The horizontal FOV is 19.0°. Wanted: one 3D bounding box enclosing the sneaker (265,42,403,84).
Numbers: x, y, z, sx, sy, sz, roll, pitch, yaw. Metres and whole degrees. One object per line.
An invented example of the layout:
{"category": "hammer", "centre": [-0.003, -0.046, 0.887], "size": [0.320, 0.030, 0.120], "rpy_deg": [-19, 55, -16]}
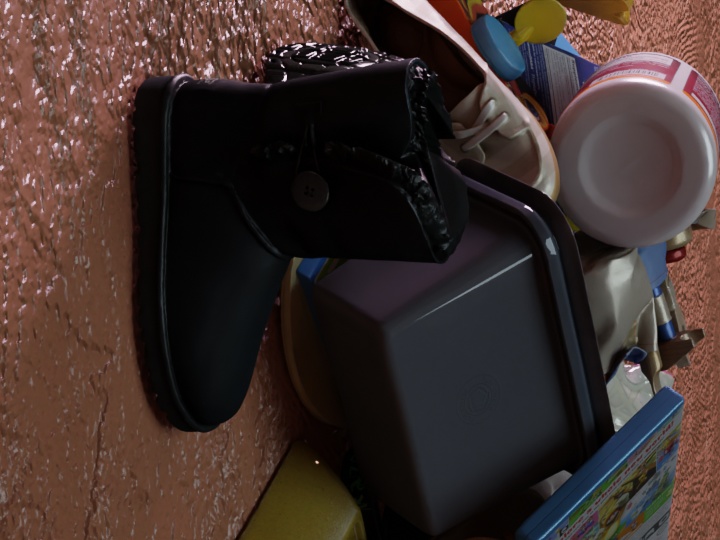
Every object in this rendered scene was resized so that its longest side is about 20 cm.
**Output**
{"category": "sneaker", "centre": [-0.033, -0.075, 1.264], "size": [0.200, 0.075, 0.092], "rpy_deg": [-41, 138, -53]}

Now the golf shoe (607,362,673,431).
{"category": "golf shoe", "centre": [0.168, 0.104, 1.598], "size": [0.199, 0.075, 0.092], "rpy_deg": [16, 78, -48]}

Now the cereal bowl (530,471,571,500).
{"category": "cereal bowl", "centre": [0.115, 0.165, 1.501], "size": [0.200, 0.083, 0.202], "rpy_deg": [167, -90, -83]}

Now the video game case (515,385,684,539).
{"category": "video game case", "centre": [0.149, 0.177, 1.370], "size": [0.143, 0.018, 0.201], "rpy_deg": [-40, 150, -25]}

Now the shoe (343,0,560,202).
{"category": "shoe", "centre": [0.053, -0.110, 1.371], "size": [0.200, 0.070, 0.053], "rpy_deg": [53, 12, 25]}

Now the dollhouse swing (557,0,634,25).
{"category": "dollhouse swing", "centre": [0.140, -0.317, 1.573], "size": [0.177, 0.181, 0.200], "rpy_deg": [-63, 152, -10]}

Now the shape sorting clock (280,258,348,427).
{"category": "shape sorting clock", "centre": [0.000, 0.000, 1.375], "size": [0.200, 0.039, 0.202], "rpy_deg": [-14, 106, -59]}

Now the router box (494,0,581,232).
{"category": "router box", "centre": [0.136, -0.085, 1.636], "size": [0.149, 0.051, 0.201], "rpy_deg": [45, 43, -28]}

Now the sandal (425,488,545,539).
{"category": "sandal", "centre": [0.061, 0.192, 1.322], "size": [0.199, 0.054, 0.081], "rpy_deg": [-19, 111, -48]}

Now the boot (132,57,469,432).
{"category": "boot", "centre": [-0.029, -0.009, 1.124], "size": [0.076, 0.167, 0.202], "rpy_deg": [-30, 119, -66]}

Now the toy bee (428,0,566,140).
{"category": "toy bee", "centre": [0.084, -0.119, 1.465], "size": [0.108, 0.130, 0.202], "rpy_deg": [28, 56, -53]}

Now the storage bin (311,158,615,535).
{"category": "storage bin", "centre": [0.052, 0.053, 1.322], "size": [0.134, 0.145, 0.201], "rpy_deg": [-28, 123, -24]}

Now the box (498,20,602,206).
{"category": "box", "centre": [0.160, -0.101, 1.601], "size": [0.199, 0.032, 0.122], "rpy_deg": [15, 63, -47]}

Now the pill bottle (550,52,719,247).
{"category": "pill bottle", "centre": [0.194, -0.089, 1.489], "size": [0.200, 0.112, 0.114], "rpy_deg": [-46, 134, -73]}

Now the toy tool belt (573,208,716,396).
{"category": "toy tool belt", "centre": [0.180, 0.033, 1.509], "size": [0.199, 0.124, 0.124], "rpy_deg": [-25, 107, -51]}

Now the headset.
{"category": "headset", "centre": [0.031, 0.203, 1.441], "size": [0.201, 0.093, 0.124], "rpy_deg": [56, 24, -31]}

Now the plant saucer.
{"category": "plant saucer", "centre": [-0.031, 0.239, 1.296], "size": [0.200, 0.048, 0.201], "rpy_deg": [-58, 143, -52]}
